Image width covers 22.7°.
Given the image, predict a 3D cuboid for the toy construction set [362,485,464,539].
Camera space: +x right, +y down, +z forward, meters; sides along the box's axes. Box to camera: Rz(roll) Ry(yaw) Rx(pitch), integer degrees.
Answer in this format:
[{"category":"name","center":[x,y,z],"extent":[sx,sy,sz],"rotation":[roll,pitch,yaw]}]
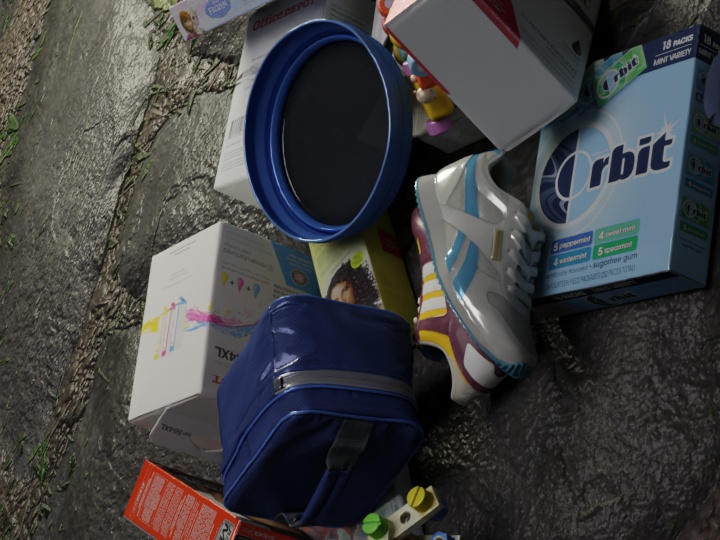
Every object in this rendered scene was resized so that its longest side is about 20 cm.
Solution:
[{"category":"toy construction set","center":[-0.007,0.256,1.411],"extent":[0.200,0.092,0.131],"rotation":[-31,44,43]}]

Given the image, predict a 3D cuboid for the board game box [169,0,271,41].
[{"category":"board game box","center":[-0.064,-0.309,1.807],"extent":[0.199,0.041,0.200],"rotation":[-34,12,-36]}]

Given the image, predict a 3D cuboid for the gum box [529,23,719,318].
[{"category":"gum box","center":[0.204,-0.074,1.389],"extent":[0.170,0.044,0.201],"rotation":[-16,59,52]}]

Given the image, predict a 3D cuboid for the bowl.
[{"category":"bowl","center":[-0.029,-0.125,1.621],"extent":[0.200,0.039,0.201],"rotation":[-1,89,47]}]

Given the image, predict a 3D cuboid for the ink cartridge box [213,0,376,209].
[{"category":"ink cartridge box","center":[-0.059,-0.172,1.792],"extent":[0.145,0.084,0.201],"rotation":[-14,60,52]}]

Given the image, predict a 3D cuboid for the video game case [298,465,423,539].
[{"category":"video game case","center":[-0.016,0.237,1.546],"extent":[0.182,0.023,0.200],"rotation":[-46,39,31]}]

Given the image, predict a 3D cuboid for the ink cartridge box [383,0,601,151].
[{"category":"ink cartridge box","center":[0.113,-0.215,1.450],"extent":[0.083,0.145,0.200],"rotation":[-34,21,33]}]

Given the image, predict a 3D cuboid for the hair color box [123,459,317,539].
[{"category":"hair color box","center":[-0.122,0.233,1.591],"extent":[0.200,0.101,0.061],"rotation":[19,87,57]}]

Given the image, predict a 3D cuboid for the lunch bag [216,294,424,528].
[{"category":"lunch bag","center":[-0.040,0.132,1.480],"extent":[0.200,0.135,0.133],"rotation":[121,152,-46]}]

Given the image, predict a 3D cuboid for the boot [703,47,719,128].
[{"category":"boot","center":[0.296,-0.106,1.272],"extent":[0.097,0.074,0.201],"rotation":[132,147,-57]}]

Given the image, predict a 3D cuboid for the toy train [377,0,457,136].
[{"category":"toy train","center":[0.054,-0.206,1.542],"extent":[0.055,0.150,0.200],"rotation":[-21,40,1]}]

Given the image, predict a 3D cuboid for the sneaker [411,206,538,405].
[{"category":"sneaker","center":[0.071,0.024,1.497],"extent":[0.090,0.075,0.200],"rotation":[-48,36,18]}]

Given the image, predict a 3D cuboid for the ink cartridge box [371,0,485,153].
[{"category":"ink cartridge box","center":[0.077,-0.204,1.649],"extent":[0.176,0.045,0.201],"rotation":[-20,55,48]}]

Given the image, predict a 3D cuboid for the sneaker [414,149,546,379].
[{"category":"sneaker","center":[0.104,-0.009,1.388],"extent":[0.081,0.077,0.200],"rotation":[-27,56,15]}]

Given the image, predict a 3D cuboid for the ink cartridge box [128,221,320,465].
[{"category":"ink cartridge box","center":[-0.127,0.080,1.703],"extent":[0.125,0.128,0.201],"rotation":[-24,53,47]}]

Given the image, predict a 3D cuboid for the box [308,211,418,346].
[{"category":"box","center":[0.000,0.000,1.638],"extent":[0.075,0.050,0.200],"rotation":[-47,37,27]}]
